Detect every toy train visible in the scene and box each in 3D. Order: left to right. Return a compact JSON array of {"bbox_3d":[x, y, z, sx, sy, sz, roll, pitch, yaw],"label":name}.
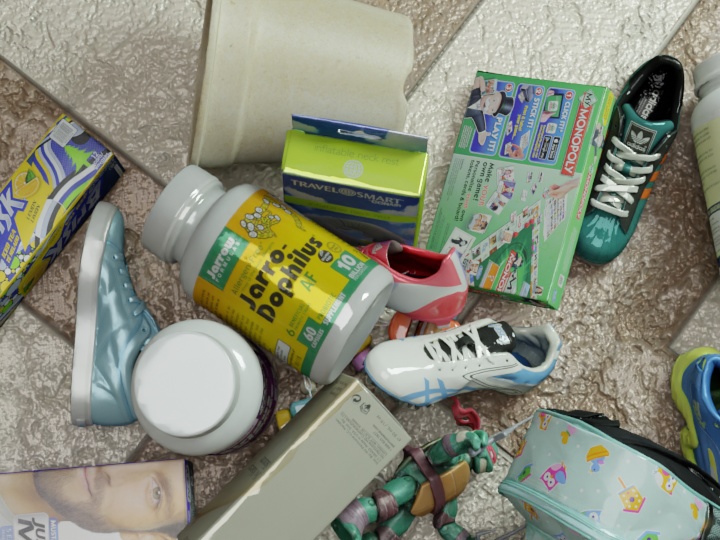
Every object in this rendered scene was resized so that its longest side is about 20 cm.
[{"bbox_3d":[0.008,0.104,1.369,0.149,0.056,0.202,24,81,6],"label":"toy train"}]

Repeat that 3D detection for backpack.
[{"bbox_3d":[0.208,0.206,1.258,0.200,0.175,0.154,43,79,-32],"label":"backpack"}]

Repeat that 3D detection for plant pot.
[{"bbox_3d":[-0.052,-0.174,1.364,0.181,0.200,0.203,7,80,-9],"label":"plant pot"}]

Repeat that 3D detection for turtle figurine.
[{"bbox_3d":[0.067,0.196,1.333,0.199,0.101,0.151,-29,125,-19],"label":"turtle figurine"}]

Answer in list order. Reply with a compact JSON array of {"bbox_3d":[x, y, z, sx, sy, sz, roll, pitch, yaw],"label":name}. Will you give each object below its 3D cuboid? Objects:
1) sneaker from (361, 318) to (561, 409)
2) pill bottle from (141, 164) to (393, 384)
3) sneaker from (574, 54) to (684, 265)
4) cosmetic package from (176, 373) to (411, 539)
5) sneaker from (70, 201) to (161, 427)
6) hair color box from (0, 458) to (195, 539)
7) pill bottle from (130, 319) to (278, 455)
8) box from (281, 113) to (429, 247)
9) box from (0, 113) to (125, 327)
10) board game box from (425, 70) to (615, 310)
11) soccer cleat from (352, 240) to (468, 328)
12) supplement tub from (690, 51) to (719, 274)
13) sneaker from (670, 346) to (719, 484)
[{"bbox_3d":[0.088,0.072,1.323,0.198,0.073,0.072,-3,45,-35],"label":"sneaker"},{"bbox_3d":[-0.081,-0.002,1.294,0.199,0.113,0.113,33,82,9],"label":"pill bottle"},{"bbox_3d":[0.240,-0.105,1.387,0.071,0.080,0.202,20,81,5],"label":"sneaker"},{"bbox_3d":[-0.057,0.182,1.282,0.200,0.103,0.073,-44,96,-9],"label":"cosmetic package"},{"bbox_3d":[-0.214,0.041,1.383,0.081,0.074,0.203,4,89,-6],"label":"sneaker"},{"bbox_3d":[-0.245,0.228,1.349,0.197,0.065,0.111,-5,79,-1],"label":"hair color box"},{"bbox_3d":[-0.132,0.100,1.297,0.111,0.200,0.114,0,84,3],"label":"pill bottle"},{"bbox_3d":[-0.005,-0.065,1.324,0.120,0.200,0.048,10,71,3],"label":"box"},{"bbox_3d":[-0.302,-0.040,1.393,0.064,0.070,0.201,37,83,6],"label":"box"},{"bbox_3d":[0.140,-0.075,1.383,0.133,0.029,0.202,12,80,30],"label":"board game box"},{"bbox_3d":[0.000,0.000,1.358,0.197,0.077,0.067,9,41,19],"label":"soccer cleat"},{"bbox_3d":[0.371,-0.092,1.350,0.143,0.145,0.203,-9,80,-1],"label":"supplement tub"},{"bbox_3d":[0.321,0.161,1.327,0.075,0.105,0.202,-20,80,-2],"label":"sneaker"}]
